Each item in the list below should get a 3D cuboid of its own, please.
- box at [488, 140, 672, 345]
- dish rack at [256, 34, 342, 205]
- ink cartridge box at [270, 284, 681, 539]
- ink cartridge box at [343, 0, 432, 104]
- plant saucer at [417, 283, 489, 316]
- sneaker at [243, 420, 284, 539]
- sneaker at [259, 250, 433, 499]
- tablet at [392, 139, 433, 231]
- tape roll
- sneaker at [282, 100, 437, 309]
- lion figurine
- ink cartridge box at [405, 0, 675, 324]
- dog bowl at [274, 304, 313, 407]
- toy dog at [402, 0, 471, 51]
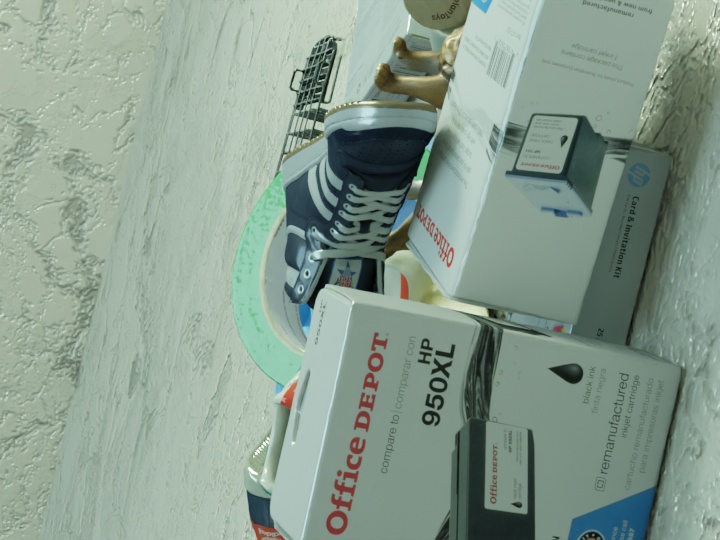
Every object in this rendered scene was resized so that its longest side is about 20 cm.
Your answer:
[{"bbox_3d":[0.129,-0.015,1.481,0.200,0.041,0.157,-140,63,-75],"label":"box"},{"bbox_3d":[-0.038,-0.085,1.847,0.153,0.054,0.201,-169,93,-78],"label":"dish rack"},{"bbox_3d":[0.063,0.100,1.319,0.084,0.199,0.146,-157,79,-76],"label":"ink cartridge box"},{"bbox_3d":[0.036,-0.241,2.033,0.200,0.040,0.201,129,150,-62],"label":"ink cartridge box"},{"bbox_3d":[0.058,0.124,1.535,0.200,0.048,0.201,-104,15,-56],"label":"plant saucer"},{"bbox_3d":[-0.039,0.157,1.848,0.200,0.074,0.085,-41,-46,-58],"label":"sneaker"},{"bbox_3d":[-0.009,0.076,1.589,0.201,0.070,0.093,-65,-24,2],"label":"sneaker"},{"bbox_3d":[0.047,-0.017,1.713,0.129,0.014,0.201,-3,70,33],"label":"tablet"},{"bbox_3d":[0.000,0.000,1.698,0.199,0.048,0.202,-12,67,30],"label":"tape roll"},{"bbox_3d":[-0.001,-0.036,1.463,0.200,0.070,0.109,148,124,-69],"label":"sneaker"},{"bbox_3d":[0.070,-0.085,1.537,0.073,0.122,0.201,-56,-27,-55],"label":"lion figurine"},{"bbox_3d":[0.102,-0.087,1.394,0.147,0.085,0.201,-122,45,-71],"label":"ink cartridge box"},{"bbox_3d":[-0.036,0.118,2.011,0.112,0.049,0.201,116,160,-45],"label":"dog bowl"},{"bbox_3d":[0.098,-0.149,1.603,0.200,0.096,0.133,65,-148,-48],"label":"toy dog"}]
